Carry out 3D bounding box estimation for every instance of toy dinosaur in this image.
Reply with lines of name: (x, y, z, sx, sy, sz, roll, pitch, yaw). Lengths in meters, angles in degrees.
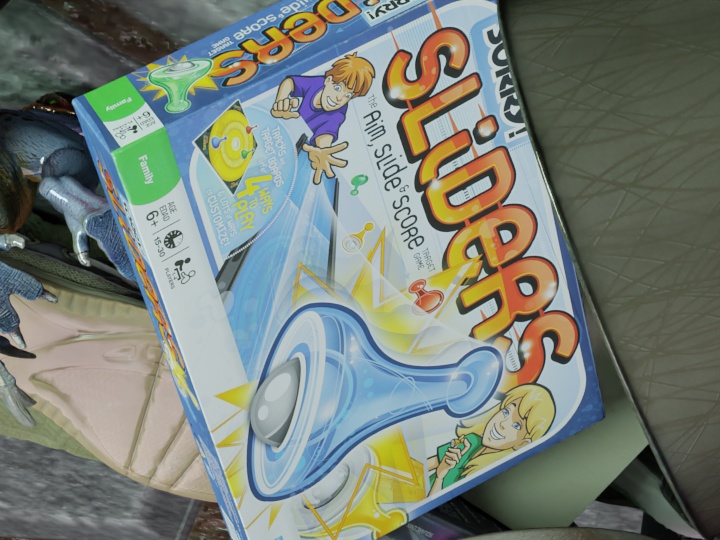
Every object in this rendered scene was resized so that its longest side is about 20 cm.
toy dinosaur: (-0.119, -0.041, 0.893, 0.200, 0.105, 0.181, 58, 172, -35)

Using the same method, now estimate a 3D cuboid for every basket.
basket: (0.162, -0.032, 0.739, 0.199, 0.136, 0.181, -19, 125, 10)

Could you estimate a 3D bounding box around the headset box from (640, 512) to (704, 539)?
headset box: (0.219, 0.183, 1.247, 0.148, 0.075, 0.200, 2, 151, 19)

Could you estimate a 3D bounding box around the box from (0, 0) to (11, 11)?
box: (-0.143, -0.137, 0.776, 0.075, 0.050, 0.200, 36, 156, 12)

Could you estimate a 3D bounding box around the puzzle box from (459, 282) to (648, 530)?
puzzle box: (0.044, 0.006, 0.940, 0.133, 0.025, 0.200, -46, 127, 11)

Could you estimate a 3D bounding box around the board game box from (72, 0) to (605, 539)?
board game box: (0.000, 0.000, 0.846, 0.135, 0.034, 0.200, -27, 133, -12)

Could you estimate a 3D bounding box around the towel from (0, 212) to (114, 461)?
towel: (-0.137, 0.027, 1.134, 0.148, 0.037, 0.200, 15, 154, -4)

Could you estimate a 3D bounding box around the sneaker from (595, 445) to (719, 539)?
sneaker: (0.075, 0.053, 1.069, 0.200, 0.077, 0.088, 36, 156, -33)

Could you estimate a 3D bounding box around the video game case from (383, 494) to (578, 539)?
video game case: (0.024, 0.072, 1.032, 0.143, 0.019, 0.200, 48, -170, 35)

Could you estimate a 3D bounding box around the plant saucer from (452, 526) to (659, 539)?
plant saucer: (0.050, 0.136, 0.980, 0.200, 0.037, 0.201, -8, 155, -4)

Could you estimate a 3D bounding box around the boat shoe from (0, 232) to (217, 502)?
boat shoe: (-0.105, 0.027, 1.022, 0.199, 0.065, 0.072, 22, 114, -14)
